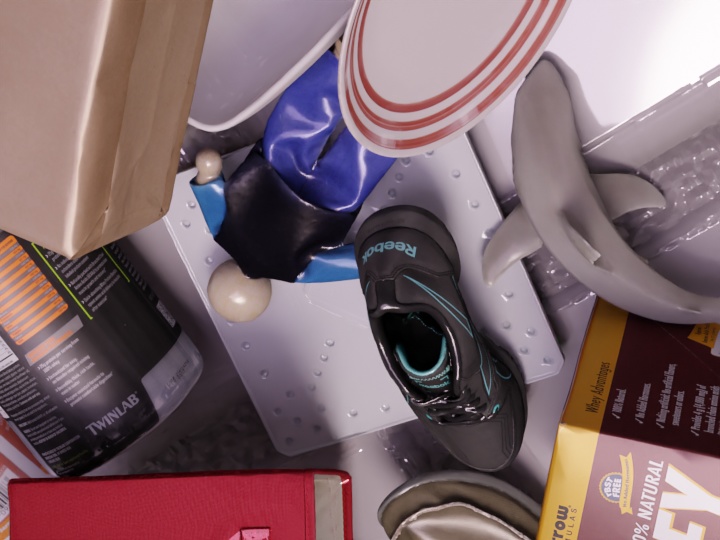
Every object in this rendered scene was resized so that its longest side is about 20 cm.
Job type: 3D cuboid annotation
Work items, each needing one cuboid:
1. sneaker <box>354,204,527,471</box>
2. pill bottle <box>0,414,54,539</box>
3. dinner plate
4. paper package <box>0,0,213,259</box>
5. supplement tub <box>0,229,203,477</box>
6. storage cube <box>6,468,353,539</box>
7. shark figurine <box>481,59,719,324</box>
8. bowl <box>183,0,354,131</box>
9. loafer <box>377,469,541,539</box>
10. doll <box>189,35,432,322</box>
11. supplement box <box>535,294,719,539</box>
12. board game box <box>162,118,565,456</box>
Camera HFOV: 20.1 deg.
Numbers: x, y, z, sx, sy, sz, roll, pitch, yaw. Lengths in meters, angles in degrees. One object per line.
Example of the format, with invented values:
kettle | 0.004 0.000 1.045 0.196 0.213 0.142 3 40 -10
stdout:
sneaker | 0.043 0.057 1.194 0.075 0.079 0.200 -16 127 17
pill bottle | -0.289 0.090 1.277 0.112 0.112 0.200 -27 127 22
dinner plate | 0.054 -0.152 1.095 0.024 0.200 0.200 36 120 28
paper package | -0.192 -0.129 1.112 0.200 0.103 0.191 22 111 23
supplement tub | -0.200 0.018 1.253 0.122 0.123 0.200 -31 102 23
storage cube | -0.100 0.206 1.208 0.179 0.200 0.171 -2 83 6
shark figurine | 0.154 -0.010 1.162 0.214 0.090 0.128 35 94 2
bowl | -0.068 -0.202 1.133 0.200 0.075 0.200 -43 81 25
loafer | 0.100 0.190 1.261 0.200 0.070 0.075 28 122 -18
doll | -0.031 -0.044 1.198 0.136 0.048 0.200 32 117 -8
supplement box | 0.211 0.122 1.161 0.200 0.197 0.133 12 115 8
board game box | 0.000 0.000 1.252 0.200 0.026 0.200 -19 108 19
